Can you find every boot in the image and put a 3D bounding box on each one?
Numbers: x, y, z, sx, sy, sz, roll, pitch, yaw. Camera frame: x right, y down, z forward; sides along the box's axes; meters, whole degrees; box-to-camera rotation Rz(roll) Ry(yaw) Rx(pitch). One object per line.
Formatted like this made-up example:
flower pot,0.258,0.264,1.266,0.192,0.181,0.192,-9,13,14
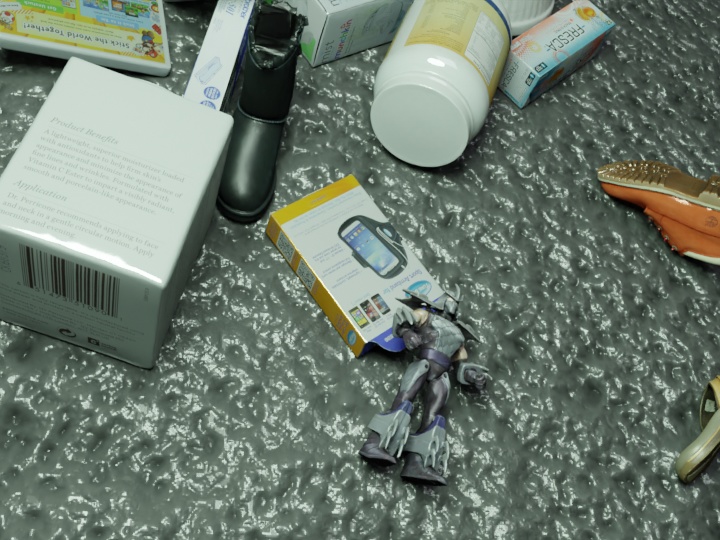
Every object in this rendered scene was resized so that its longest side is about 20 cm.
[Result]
boot,-0.107,-0.177,0.916,0.072,0.163,0.201,14,55,-6
boot,0.388,-0.073,1.070,0.198,0.109,0.075,23,39,32

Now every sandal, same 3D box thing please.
sandal,0.397,0.153,0.939,0.199,0.081,0.054,-35,52,-28

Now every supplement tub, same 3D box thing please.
supplement tub,0.098,-0.240,1.035,0.142,0.145,0.202,25,55,-1

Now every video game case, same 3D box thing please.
video game case,-0.323,-0.321,0.976,0.197,0.023,0.186,3,66,-35

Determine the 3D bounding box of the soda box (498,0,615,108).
soda box,0.269,-0.307,1.183,0.068,0.064,0.199,45,57,13

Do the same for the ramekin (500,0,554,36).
ramekin,0.185,-0.428,1.192,0.198,0.095,0.205,4,50,-5

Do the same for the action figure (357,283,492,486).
action figure,0.071,0.104,0.841,0.129,0.069,0.203,28,66,-20

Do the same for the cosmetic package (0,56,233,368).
cosmetic package,-0.232,-0.051,0.794,0.162,0.166,0.203,20,55,-6

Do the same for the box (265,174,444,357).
box,0.000,0.000,0.918,0.118,0.042,0.201,-27,73,-30

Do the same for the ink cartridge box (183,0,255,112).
ink cartridge box,-0.166,-0.216,0.963,0.043,0.094,0.203,15,56,-8

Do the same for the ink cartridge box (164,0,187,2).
ink cartridge box,-0.184,-0.402,0.987,0.081,0.199,0.150,-11,102,-21

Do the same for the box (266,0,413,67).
box,-0.039,-0.391,1.114,0.175,0.097,0.201,-27,70,-29
